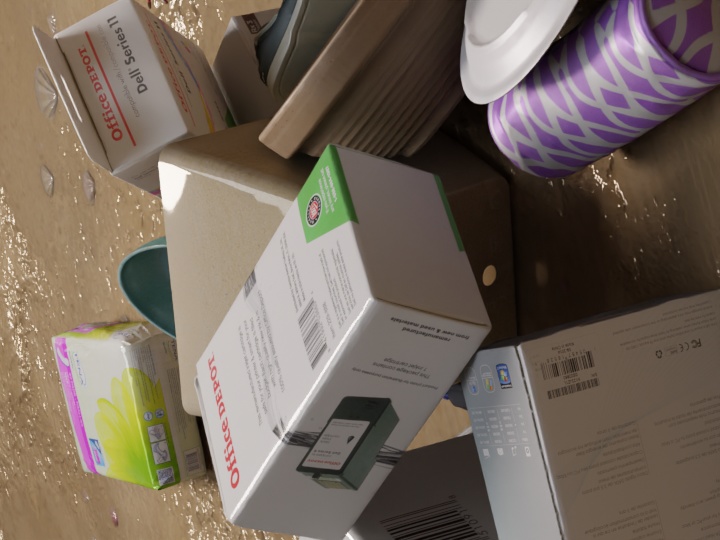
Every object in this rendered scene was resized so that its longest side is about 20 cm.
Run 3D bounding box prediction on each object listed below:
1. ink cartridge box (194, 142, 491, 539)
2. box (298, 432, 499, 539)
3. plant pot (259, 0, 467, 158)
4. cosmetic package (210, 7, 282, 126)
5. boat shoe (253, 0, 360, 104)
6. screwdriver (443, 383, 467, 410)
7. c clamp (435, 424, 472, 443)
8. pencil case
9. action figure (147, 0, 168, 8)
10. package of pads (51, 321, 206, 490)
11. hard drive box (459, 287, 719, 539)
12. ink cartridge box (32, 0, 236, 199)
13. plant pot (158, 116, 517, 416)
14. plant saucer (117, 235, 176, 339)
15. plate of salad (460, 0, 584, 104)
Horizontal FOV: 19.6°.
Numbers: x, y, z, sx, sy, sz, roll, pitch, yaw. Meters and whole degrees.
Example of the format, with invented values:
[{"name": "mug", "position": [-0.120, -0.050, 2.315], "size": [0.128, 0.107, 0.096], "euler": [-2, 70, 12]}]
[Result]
[{"name": "ink cartridge box", "position": [-0.017, 0.047, 1.280], "size": [0.200, 0.084, 0.146], "euler": [-57, 32, 33]}, {"name": "box", "position": [0.088, 0.219, 1.362], "size": [0.199, 0.200, 0.131], "euler": [46, 138, 43]}, {"name": "plant pot", "position": [0.027, -0.141, 1.378], "size": [0.093, 0.201, 0.201], "euler": [36, 148, -4]}, {"name": "cosmetic package", "position": [-0.072, -0.105, 1.639], "size": [0.113, 0.081, 0.200], "euler": [64, 149, 21]}, {"name": "boat shoe", "position": [-0.024, -0.212, 1.485], "size": [0.062, 0.073, 0.200], "euler": [58, 133, 37]}, {"name": "screwdriver", "position": [0.049, 0.089, 1.549], "size": [0.200, 0.029, 0.028], "euler": [-3, 99, 56]}, {"name": "c clamp", "position": [0.081, 0.224, 1.558], "size": [0.171, 0.027, 0.200], "euler": [-37, 70, 61]}, {"name": "pencil case", "position": [0.150, -0.121, 1.226], "size": [0.200, 0.084, 0.086], "euler": [-32, 39, 59]}, {"name": "action figure", "position": [-0.123, -0.241, 1.540], "size": [0.065, 0.200, 0.099], "euler": [-23, 82, 62]}, {"name": "package of pads", "position": [-0.227, 0.126, 2.037], "size": [0.200, 0.068, 0.155], "euler": [1, 105, 60]}, {"name": "hard drive box", "position": [0.159, 0.125, 1.237], "size": [0.077, 0.156, 0.200], "euler": [-14, 89, 62]}, {"name": "ink cartridge box", "position": [-0.153, -0.122, 1.504], "size": [0.117, 0.067, 0.200], "euler": [65, -170, 13]}, {"name": "plant pot", "position": [0.000, 0.000, 1.454], "size": [0.177, 0.200, 0.200], "euler": [13, 114, 44]}, {"name": "plant saucer", "position": [-0.095, 0.020, 1.670], "size": [0.200, 0.200, 0.036], "euler": [-39, 29, 60]}, {"name": "plate of salad", "position": [0.116, -0.188, 1.235], "size": [0.200, 0.048, 0.200], "euler": [-56, 20, 33]}]
